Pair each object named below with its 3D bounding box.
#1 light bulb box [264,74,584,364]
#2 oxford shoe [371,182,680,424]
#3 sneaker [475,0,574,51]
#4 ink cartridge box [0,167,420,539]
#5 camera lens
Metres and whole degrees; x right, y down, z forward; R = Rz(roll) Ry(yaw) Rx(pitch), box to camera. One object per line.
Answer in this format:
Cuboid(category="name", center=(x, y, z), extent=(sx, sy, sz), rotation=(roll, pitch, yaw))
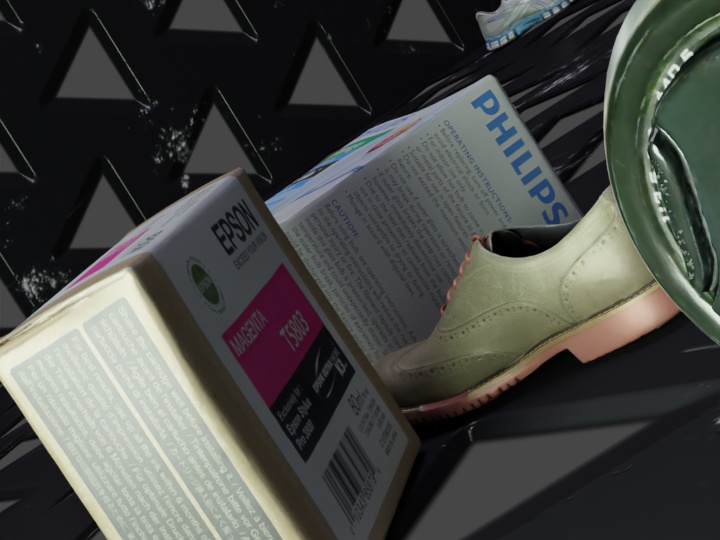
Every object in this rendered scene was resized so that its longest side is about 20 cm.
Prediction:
Cuboid(category="light bulb box", center=(0.000, 0.000, 1.037), extent=(0.200, 0.125, 0.198), rotation=(-36, 8, -21))
Cuboid(category="oxford shoe", center=(0.068, 0.016, 0.842), extent=(0.199, 0.075, 0.070), rotation=(-28, 9, 33))
Cuboid(category="sneaker", center=(0.286, -0.458, 2.944), extent=(0.199, 0.087, 0.075), rotation=(-30, 6, 10))
Cuboid(category="ink cartridge box", center=(-0.056, 0.058, 0.745), extent=(0.075, 0.165, 0.200), rotation=(-30, 8, 16))
Cuboid(category="camera lens", center=(0.185, -0.065, 0.559), extent=(0.160, 0.161, 0.200), rotation=(-24, 11, 48))
